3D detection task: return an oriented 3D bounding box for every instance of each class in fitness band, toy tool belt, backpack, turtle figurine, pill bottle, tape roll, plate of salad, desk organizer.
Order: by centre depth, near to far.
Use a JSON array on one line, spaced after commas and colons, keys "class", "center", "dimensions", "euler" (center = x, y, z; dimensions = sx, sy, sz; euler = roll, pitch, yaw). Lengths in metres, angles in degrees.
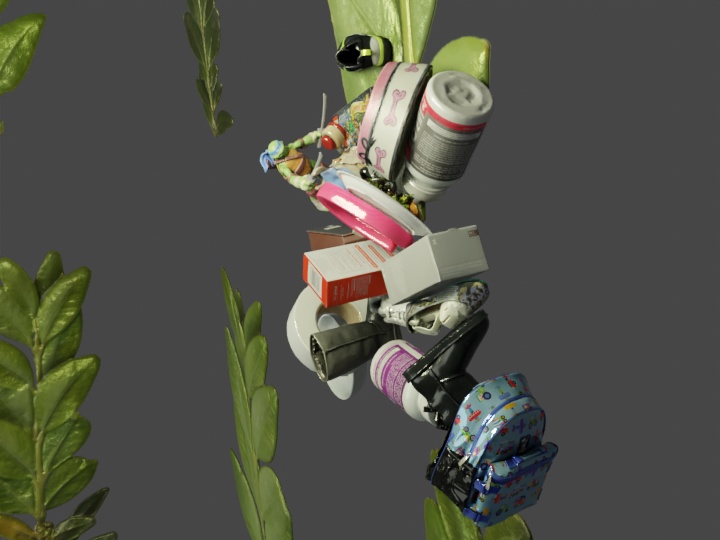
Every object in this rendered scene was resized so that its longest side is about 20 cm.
[{"class": "backpack", "center": [0.217, 0.267, 1.236], "dimensions": [0.134, 0.181, 0.202], "euler": [39, 124, 42]}, {"class": "pill bottle", "center": [0.131, -0.207, 1.275], "dimensions": [0.112, 0.109, 0.201], "euler": [62, 151, 30]}, {"class": "plate of salad", "center": [0.046, -0.120, 1.360], "dimensions": [0.048, 0.199, 0.200], "euler": [-56, 31, -3]}, {"class": "fitness band", "center": [0.009, -0.093, 1.425], "dimensions": [0.199, 0.038, 0.144], "euler": [32, 173, 26]}, {"class": "pill bottle", "center": [0.109, 0.215, 1.506], "dimensions": [0.200, 0.111, 0.114], "euler": [31, 128, 59]}, {"class": "toy tool belt", "center": [-0.027, -0.172, 1.531], "dimensions": [0.200, 0.123, 0.125], "euler": [47, 158, -13]}, {"class": "turtle figurine", "center": [-0.091, -0.221, 1.685], "dimensions": [0.194, 0.199, 0.145], "euler": [42, -160, -50]}, {"class": "tape roll", "center": [-0.055, 0.122, 1.713], "dimensions": [0.205, 0.200, 0.071], "euler": [69, 152, 20]}, {"class": "desk organizer", "center": [-0.045, -0.053, 1.769], "dimensions": [0.199, 0.071, 0.078], "euler": [12, 114, 63]}]

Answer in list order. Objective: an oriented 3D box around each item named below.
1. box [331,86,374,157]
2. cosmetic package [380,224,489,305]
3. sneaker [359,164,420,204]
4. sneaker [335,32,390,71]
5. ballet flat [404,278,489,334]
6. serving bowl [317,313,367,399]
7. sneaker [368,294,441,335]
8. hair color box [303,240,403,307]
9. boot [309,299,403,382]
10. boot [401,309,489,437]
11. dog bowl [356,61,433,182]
[{"class": "box", "center": [0.007, -0.271, 1.598], "dimensions": [0.199, 0.037, 0.139], "euler": [-17, 86, 65]}, {"class": "cosmetic package", "center": [0.124, -0.006, 1.386], "dimensions": [0.200, 0.105, 0.092], "euler": [-28, 76, 66]}, {"class": "sneaker", "center": [0.049, -0.211, 1.444], "dimensions": [0.075, 0.114, 0.203], "euler": [3, 104, 64]}, {"class": "sneaker", "center": [-0.017, -0.421, 1.531], "dimensions": [0.199, 0.082, 0.073], "euler": [17, 115, 62]}, {"class": "ballet flat", "center": [0.146, 0.073, 1.377], "dimensions": [0.199, 0.071, 0.073], "euler": [-25, 78, 51]}, {"class": "serving bowl", "center": [-0.034, 0.194, 1.857], "dimensions": [0.200, 0.065, 0.203], "euler": [40, 135, 55]}, {"class": "sneaker", "center": [0.086, 0.082, 1.538], "dimensions": [0.199, 0.080, 0.076], "euler": [23, 120, 59]}, {"class": "hair color box", "center": [0.000, 0.000, 1.540], "dimensions": [0.111, 0.197, 0.065], "euler": [47, 142, 48]}, {"class": "boot", "center": [-0.017, 0.116, 1.627], "dimensions": [0.072, 0.197, 0.184], "euler": [-36, 68, 62]}, {"class": "boot", "center": [0.183, 0.186, 1.355], "dimensions": [0.163, 0.198, 0.073], "euler": [49, -166, 5]}, {"class": "dog bowl", "center": [0.054, -0.254, 1.326], "dimensions": [0.200, 0.073, 0.203], "euler": [21, -90, -85]}]
